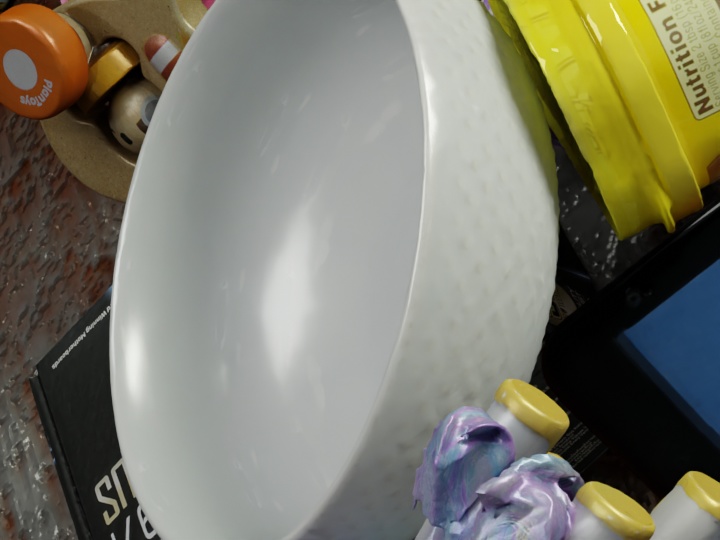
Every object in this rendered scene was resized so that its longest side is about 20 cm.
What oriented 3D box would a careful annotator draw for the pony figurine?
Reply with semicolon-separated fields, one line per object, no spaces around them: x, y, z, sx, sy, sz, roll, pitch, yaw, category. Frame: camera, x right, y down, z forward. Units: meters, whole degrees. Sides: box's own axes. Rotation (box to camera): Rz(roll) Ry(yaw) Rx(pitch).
0.006;0.128;0.676;0.167;0.193;0.200;40;101;19;pony figurine

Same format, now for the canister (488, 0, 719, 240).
0.142;-0.105;0.778;0.200;0.087;0.149;-26;26;3;canister

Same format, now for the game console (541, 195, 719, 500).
0.175;0.050;0.704;0.200;0.119;0.172;-40;45;25;game console

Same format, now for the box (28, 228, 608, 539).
-0.015;0.044;0.931;0.200;0.086;0.164;-44;44;20;box

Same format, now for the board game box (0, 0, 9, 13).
-0.277;-0.118;1.246;0.200;0.147;0.064;-56;40;9;board game box

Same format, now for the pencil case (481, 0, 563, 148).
0.094;-0.136;0.913;0.085;0.084;0.200;12;75;39;pencil case

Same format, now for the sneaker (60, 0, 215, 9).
-0.116;-0.148;1.156;0.079;0.095;0.200;-36;66;-6;sneaker

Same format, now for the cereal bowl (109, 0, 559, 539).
0.000;0.000;0.794;0.200;0.083;0.200;-28;56;52;cereal bowl

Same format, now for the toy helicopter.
-0.051;-0.065;1.021;0.200;0.132;0.079;-5;23;37;toy helicopter
